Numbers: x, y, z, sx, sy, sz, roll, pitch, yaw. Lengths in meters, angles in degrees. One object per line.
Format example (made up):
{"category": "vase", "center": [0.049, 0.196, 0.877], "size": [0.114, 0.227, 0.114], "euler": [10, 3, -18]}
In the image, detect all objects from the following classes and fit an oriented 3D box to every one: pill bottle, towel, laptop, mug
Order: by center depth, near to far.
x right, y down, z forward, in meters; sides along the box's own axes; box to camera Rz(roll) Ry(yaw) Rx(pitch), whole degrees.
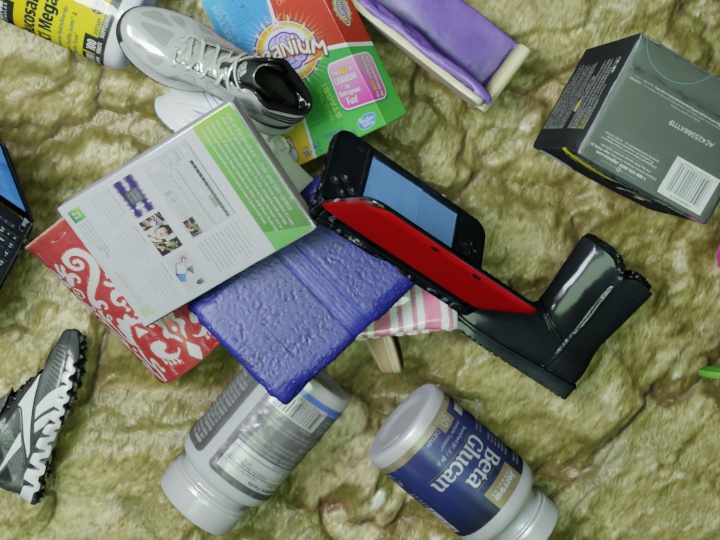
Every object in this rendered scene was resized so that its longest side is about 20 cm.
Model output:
{"category": "laptop", "center": [-0.428, -0.069, 1.084], "size": [0.177, 0.103, 0.200], "euler": [31, 95, 23]}
{"category": "towel", "center": [-0.055, 0.018, 1.089], "size": [0.200, 0.050, 0.148], "euler": [-44, 88, -6]}
{"category": "pill bottle", "center": [-0.312, -0.291, 1.090], "size": [0.200, 0.112, 0.112], "euler": [23, 96, -6]}
{"category": "mug", "center": [-0.218, 0.004, 1.114], "size": [0.200, 0.177, 0.133], "euler": [52, 50, -12]}
{"category": "towel", "center": [0.000, 0.000, 1.127], "size": [0.200, 0.030, 0.146], "euler": [-5, 86, -4]}
{"category": "pill bottle", "center": [-0.116, 0.180, 1.166], "size": [0.114, 0.114, 0.200], "euler": [40, 94, -8]}
{"category": "pill bottle", "center": [0.117, 0.227, 1.188], "size": [0.200, 0.111, 0.111], "euler": [41, 93, -8]}

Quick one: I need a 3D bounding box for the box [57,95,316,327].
{"category": "box", "center": [-0.162, -0.053, 1.024], "size": [0.200, 0.036, 0.144], "euler": [-29, 108, 13]}

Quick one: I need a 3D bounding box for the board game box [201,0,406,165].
{"category": "board game box", "center": [-0.060, -0.219, 1.107], "size": [0.153, 0.040, 0.200], "euler": [-20, 101, 43]}

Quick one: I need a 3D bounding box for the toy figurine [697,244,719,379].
{"category": "toy figurine", "center": [0.463, 0.021, 1.186], "size": [0.200, 0.150, 0.184], "euler": [-1, 88, -25]}

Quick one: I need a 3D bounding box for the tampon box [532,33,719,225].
{"category": "tampon box", "center": [0.286, -0.143, 1.104], "size": [0.150, 0.200, 0.126], "euler": [28, 95, -6]}

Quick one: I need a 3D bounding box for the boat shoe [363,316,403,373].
{"category": "boat shoe", "center": [-0.016, 0.029, 1.178], "size": [0.065, 0.071, 0.200], "euler": [-28, 88, 5]}

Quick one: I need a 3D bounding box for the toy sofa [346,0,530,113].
{"category": "toy sofa", "center": [0.075, -0.256, 1.127], "size": [0.200, 0.098, 0.083], "euler": [37, 94, -7]}

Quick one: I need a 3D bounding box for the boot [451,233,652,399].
{"category": "boot", "center": [0.200, 0.026, 1.182], "size": [0.200, 0.076, 0.168], "euler": [33, 98, -14]}

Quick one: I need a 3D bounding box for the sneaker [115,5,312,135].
{"category": "sneaker", "center": [-0.130, -0.202, 1.027], "size": [0.200, 0.115, 0.076], "euler": [27, 79, -17]}

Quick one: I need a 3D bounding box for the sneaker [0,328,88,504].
{"category": "sneaker", "center": [-0.359, 0.151, 1.170], "size": [0.090, 0.066, 0.200], "euler": [19, 98, -8]}

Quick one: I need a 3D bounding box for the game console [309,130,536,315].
{"category": "game console", "center": [0.067, -0.050, 1.026], "size": [0.200, 0.172, 0.119], "euler": [33, 137, -22]}

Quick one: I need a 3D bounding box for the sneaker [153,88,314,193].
{"category": "sneaker", "center": [-0.120, -0.141, 1.121], "size": [0.200, 0.075, 0.087], "euler": [38, 108, 2]}
